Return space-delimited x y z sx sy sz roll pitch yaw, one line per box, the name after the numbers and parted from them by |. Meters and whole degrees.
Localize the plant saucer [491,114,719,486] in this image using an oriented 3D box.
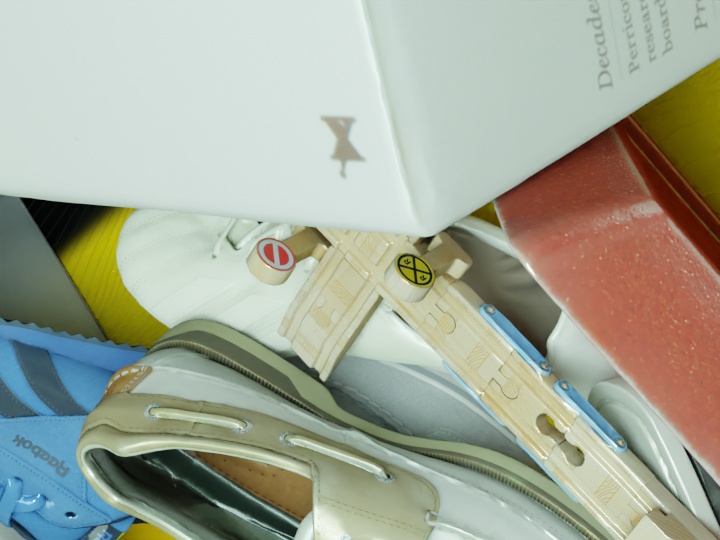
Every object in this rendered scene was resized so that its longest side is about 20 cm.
0.109 0.025 0.815 0.037 0.200 0.200 -41 105 9 | plant saucer

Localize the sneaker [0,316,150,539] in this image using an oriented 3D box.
-0.120 0.061 1.015 0.066 0.199 0.079 -17 64 59 | sneaker

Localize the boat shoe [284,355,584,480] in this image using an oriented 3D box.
0.037 0.091 0.995 0.200 0.068 0.072 39 135 11 | boat shoe

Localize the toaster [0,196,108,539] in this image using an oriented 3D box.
-0.208 0.041 1.121 0.180 0.119 0.201 -23 102 44 | toaster

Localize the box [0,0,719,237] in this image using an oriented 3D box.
-0.020 -0.134 0.796 0.198 0.171 0.201 7 120 44 | box

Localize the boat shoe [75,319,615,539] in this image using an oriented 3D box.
-0.001 0.088 0.928 0.199 0.068 0.075 24 127 20 | boat shoe

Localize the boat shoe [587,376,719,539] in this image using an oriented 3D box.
0.133 0.108 0.919 0.201 0.060 0.074 64 166 -21 | boat shoe

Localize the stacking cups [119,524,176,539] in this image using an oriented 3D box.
-0.109 0.163 1.164 0.060 0.060 0.200 40 135 10 | stacking cups

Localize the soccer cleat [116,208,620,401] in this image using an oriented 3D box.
0.000 0.000 0.953 0.199 0.070 0.078 14 167 26 | soccer cleat

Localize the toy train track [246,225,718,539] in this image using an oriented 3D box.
0.027 0.024 0.874 0.200 0.032 0.115 45 129 14 | toy train track

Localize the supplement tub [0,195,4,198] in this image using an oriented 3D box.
-0.177 -0.060 0.972 0.122 0.200 0.123 20 129 28 | supplement tub
